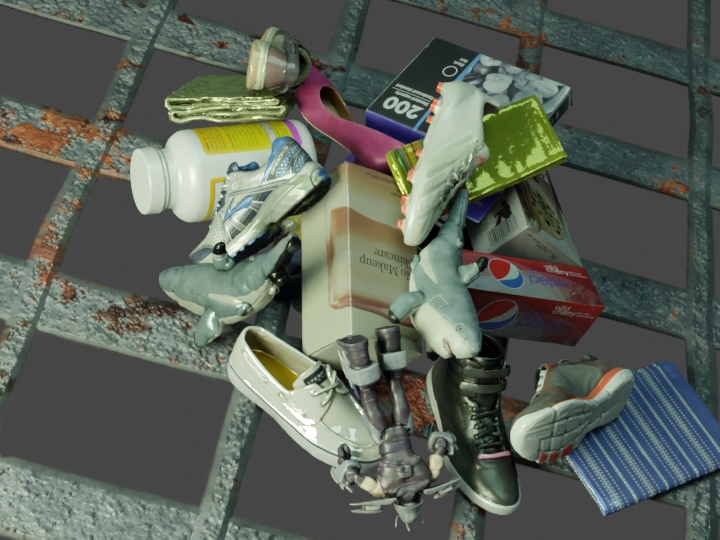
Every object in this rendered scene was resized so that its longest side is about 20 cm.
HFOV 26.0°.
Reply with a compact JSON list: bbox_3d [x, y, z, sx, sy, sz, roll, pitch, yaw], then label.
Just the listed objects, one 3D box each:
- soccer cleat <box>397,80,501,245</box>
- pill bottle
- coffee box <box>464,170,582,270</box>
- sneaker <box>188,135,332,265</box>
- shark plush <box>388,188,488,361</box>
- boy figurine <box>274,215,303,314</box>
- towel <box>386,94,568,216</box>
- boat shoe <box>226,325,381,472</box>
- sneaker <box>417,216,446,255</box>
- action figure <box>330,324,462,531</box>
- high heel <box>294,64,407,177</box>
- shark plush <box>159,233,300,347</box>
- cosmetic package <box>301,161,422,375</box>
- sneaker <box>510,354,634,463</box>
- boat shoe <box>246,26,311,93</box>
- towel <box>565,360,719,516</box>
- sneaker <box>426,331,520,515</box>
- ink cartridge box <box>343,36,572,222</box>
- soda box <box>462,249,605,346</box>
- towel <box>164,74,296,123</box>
[{"bbox_3d":[0.094,-0.112,1.643,0.077,0.069,0.201,18,65,2],"label":"soccer cleat"},{"bbox_3d":[-0.155,-0.111,1.764,0.198,0.105,0.105,-8,49,-25],"label":"pill bottle"},{"bbox_3d":[0.175,-0.078,1.822,0.113,0.080,0.201,34,31,-39],"label":"coffee box"},{"bbox_3d":[-0.119,-0.072,1.677,0.086,0.200,0.077,56,27,8],"label":"sneaker"},{"bbox_3d":[0.101,0.010,1.619,0.083,0.091,0.201,-14,39,32],"label":"shark plush"},{"bbox_3d":[-0.030,-0.034,1.758,0.124,0.065,0.200,29,49,12],"label":"boy figurine"},{"bbox_3d":[0.128,-0.124,1.702,0.199,0.018,0.087,-23,85,-21],"label":"towel"},{"bbox_3d":[-0.050,0.126,1.587,0.200,0.070,0.071,37,47,18],"label":"boat shoe"},{"bbox_3d":[0.071,-0.054,1.776,0.069,0.109,0.201,11,44,-7],"label":"sneaker"},{"bbox_3d":[0.031,0.158,1.536,0.129,0.069,0.202,-12,91,-24],"label":"action figure"},{"bbox_3d":[-0.009,-0.178,1.769,0.067,0.096,0.201,14,44,-44],"label":"high heel"},{"bbox_3d":[-0.134,0.010,1.595,0.091,0.200,0.084,-42,101,-31],"label":"shark plush"},{"bbox_3d":[0.000,0.000,1.657,0.103,0.087,0.202,16,60,-35],"label":"cosmetic package"},{"bbox_3d":[0.205,0.139,1.633,0.082,0.078,0.199,34,31,29],"label":"sneaker"},{"bbox_3d":[-0.088,-0.232,1.756,0.064,0.073,0.200,13,11,0],"label":"boat shoe"},{"bbox_3d":[0.301,0.179,1.689,0.199,0.024,0.145,-16,55,-28],"label":"towel"},{"bbox_3d":[0.124,0.148,1.602,0.070,0.100,0.201,-2,49,-22],"label":"sneaker"},{"bbox_3d":[0.110,-0.168,1.797,0.197,0.044,0.200,25,61,28],"label":"ink cartridge box"},{"bbox_3d":[0.168,0.030,1.721,0.199,0.070,0.064,8,41,-32],"label":"soda box"},{"bbox_3d":[-0.145,-0.201,1.835,0.147,0.037,0.200,0,16,5],"label":"towel"}]
